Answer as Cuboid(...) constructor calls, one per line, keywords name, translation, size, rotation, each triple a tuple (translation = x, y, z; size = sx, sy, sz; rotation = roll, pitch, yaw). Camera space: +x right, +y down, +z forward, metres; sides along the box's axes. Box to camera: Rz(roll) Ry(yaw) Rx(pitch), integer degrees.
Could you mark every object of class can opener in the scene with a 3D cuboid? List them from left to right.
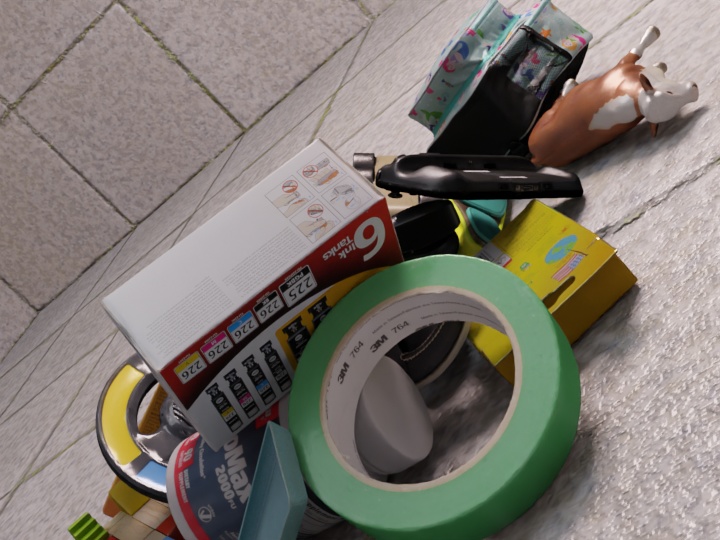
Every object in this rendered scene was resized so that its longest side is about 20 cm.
Cuboid(name="can opener", translation=(0.000, 0.000, 1.027), size=(0.200, 0.079, 0.063), rotation=(-24, 18, -5))

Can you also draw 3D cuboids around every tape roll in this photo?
Cuboid(name="tape roll", translation=(0.048, 0.087, 0.780), size=(0.200, 0.048, 0.201), rotation=(-14, 56, 22))

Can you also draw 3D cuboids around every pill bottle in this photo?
Cuboid(name="pill bottle", translation=(-0.047, 0.149, 0.911), size=(0.200, 0.120, 0.120), rotation=(-32, 19, 25))

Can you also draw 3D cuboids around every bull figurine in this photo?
Cuboid(name="bull figurine", translation=(0.240, -0.161, 1.086), size=(0.200, 0.065, 0.122), rotation=(-23, 24, 51))

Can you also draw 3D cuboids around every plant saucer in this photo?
Cuboid(name="plant saucer", translation=(-0.068, 0.195, 0.825), size=(0.200, 0.019, 0.070), rotation=(105, 153, -44))

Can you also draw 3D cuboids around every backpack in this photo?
Cuboid(name="backpack", translation=(0.159, -0.209, 1.257), size=(0.200, 0.151, 0.178), rotation=(-46, -4, -33))

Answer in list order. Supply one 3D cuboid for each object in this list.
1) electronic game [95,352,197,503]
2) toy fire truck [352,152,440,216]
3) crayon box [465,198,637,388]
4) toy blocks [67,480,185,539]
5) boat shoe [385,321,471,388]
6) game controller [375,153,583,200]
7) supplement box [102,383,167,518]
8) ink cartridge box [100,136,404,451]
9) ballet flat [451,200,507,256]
Cuboid(name="electronic game", translation=(-0.154, 0.139, 1.097), size=(0.042, 0.199, 0.200), rotation=(96, -161, -46))
Cuboid(name="toy fire truck", translation=(0.022, -0.010, 1.210), size=(0.128, 0.201, 0.176), rotation=(0, 25, 2))
Cuboid(name="crayon box", translation=(0.138, 0.019, 0.909), size=(0.127, 0.051, 0.200), rotation=(-44, 15, 4))
Cuboid(name="toy blocks", translation=(-0.201, 0.275, 1.065), size=(0.200, 0.100, 0.137), rotation=(-42, 26, -27))
Cuboid(name="boat shoe", translation=(0.015, 0.063, 0.932), size=(0.200, 0.063, 0.073), rotation=(-39, 46, 43))
Cuboid(name="game controller", translation=(0.110, -0.078, 1.024), size=(0.104, 0.200, 0.042), rotation=(26, 113, 43))
Cuboid(name="supplement box", translation=(-0.209, 0.180, 1.225), size=(0.067, 0.069, 0.200), rotation=(-85, 19, -68))
Cuboid(name="ink cartridge box", translation=(-0.065, 0.030, 0.859), size=(0.200, 0.176, 0.084), rotation=(-39, 58, -12))
Cuboid(name="ballet flat", translation=(0.108, -0.040, 1.127), size=(0.067, 0.067, 0.200), rotation=(-59, 11, 24))
